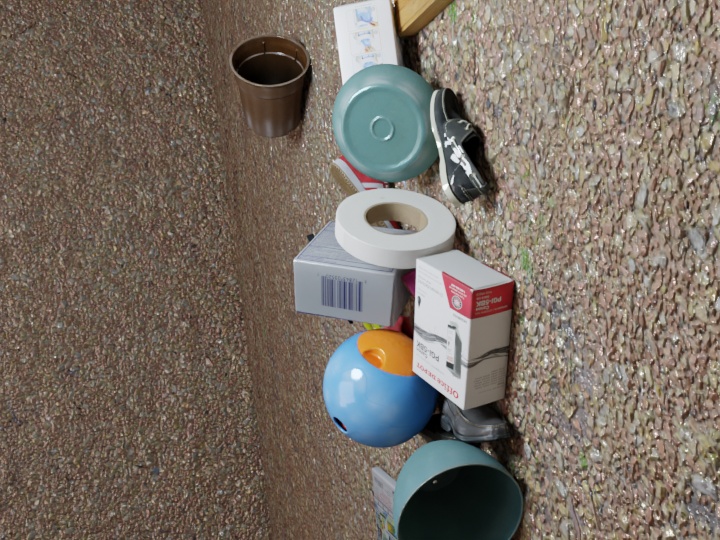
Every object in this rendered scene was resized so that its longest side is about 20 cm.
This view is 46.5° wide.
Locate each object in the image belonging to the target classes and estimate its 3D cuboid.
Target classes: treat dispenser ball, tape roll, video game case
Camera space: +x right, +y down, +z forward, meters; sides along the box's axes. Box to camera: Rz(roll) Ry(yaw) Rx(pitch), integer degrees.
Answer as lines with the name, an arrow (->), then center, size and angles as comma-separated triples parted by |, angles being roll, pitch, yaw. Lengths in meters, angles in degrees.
treat dispenser ball -> 0.035, 0.201, 1.438 | 0.201, 0.199, 0.203 | 173, 90, -72
tape roll -> 0.057, -0.072, 1.374 | 0.203, 0.201, 0.037 | -121, 29, -51
video game case -> 0.074, 0.547, 1.837 | 0.200, 0.022, 0.184 | -169, 73, -71

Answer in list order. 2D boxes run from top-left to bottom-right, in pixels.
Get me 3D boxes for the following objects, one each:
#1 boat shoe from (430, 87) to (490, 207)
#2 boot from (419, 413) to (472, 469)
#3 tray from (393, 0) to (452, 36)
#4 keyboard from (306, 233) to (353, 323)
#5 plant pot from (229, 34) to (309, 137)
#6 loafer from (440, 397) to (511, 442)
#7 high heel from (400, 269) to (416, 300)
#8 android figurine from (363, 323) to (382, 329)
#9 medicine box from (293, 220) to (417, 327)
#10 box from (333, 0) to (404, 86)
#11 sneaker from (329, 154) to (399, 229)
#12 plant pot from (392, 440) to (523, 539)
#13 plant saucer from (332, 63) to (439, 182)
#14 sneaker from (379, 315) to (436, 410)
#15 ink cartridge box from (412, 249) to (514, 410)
boat shoe -> 0.154, -0.196, 1.277 | 0.067, 0.072, 0.202 | -26, 59, 33
boot -> 0.149, 0.329, 1.463 | 0.200, 0.067, 0.132 | -170, 68, -73
tray -> 0.102, -0.461, 1.357 | 0.200, 0.037, 0.100 | 168, 95, -71
keyboard -> -0.053, 0.006, 1.701 | 0.201, 0.039, 0.104 | 62, 180, 33
plant pot -> -0.232, -0.465, 2.161 | 0.199, 0.198, 0.201 | 95, 159, -52
loafer -> 0.176, 0.226, 1.326 | 0.200, 0.072, 0.073 | -179, 87, -71
high heel -> 0.118, 0.096, 1.412 | 0.067, 0.095, 0.202 | 177, 86, -71
android figurine -> 0.017, 0.085, 1.728 | 0.183, 0.041, 0.200 | 62, 170, -26
medicine box -> 0.000, 0.000, 1.482 | 0.200, 0.181, 0.104 | -52, -33, -61
box -> 0.023, -0.356, 1.472 | 0.112, 0.100, 0.202 | -1, -96, -79
sneaker -> 0.040, -0.157, 1.636 | 0.201, 0.112, 0.071 | 53, 159, -3
plant pot -> 0.134, 0.343, 1.302 | 0.135, 0.198, 0.202 | -121, 29, -62
plant saucer -> 0.041, -0.238, 1.393 | 0.036, 0.198, 0.202 | -52, -32, -60
sneaker -> 0.094, 0.171, 1.560 | 0.087, 0.073, 0.201 | -48, 56, 32
ink cartridge box -> 0.153, 0.089, 1.286 | 0.147, 0.082, 0.202 | 32, 128, 53
